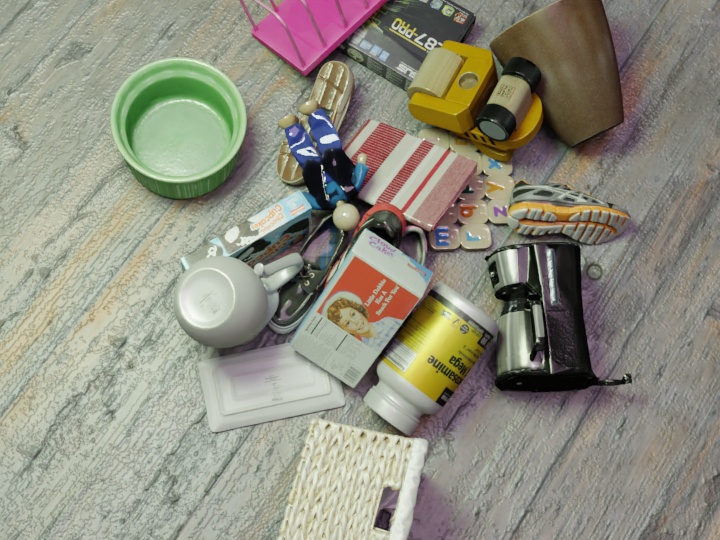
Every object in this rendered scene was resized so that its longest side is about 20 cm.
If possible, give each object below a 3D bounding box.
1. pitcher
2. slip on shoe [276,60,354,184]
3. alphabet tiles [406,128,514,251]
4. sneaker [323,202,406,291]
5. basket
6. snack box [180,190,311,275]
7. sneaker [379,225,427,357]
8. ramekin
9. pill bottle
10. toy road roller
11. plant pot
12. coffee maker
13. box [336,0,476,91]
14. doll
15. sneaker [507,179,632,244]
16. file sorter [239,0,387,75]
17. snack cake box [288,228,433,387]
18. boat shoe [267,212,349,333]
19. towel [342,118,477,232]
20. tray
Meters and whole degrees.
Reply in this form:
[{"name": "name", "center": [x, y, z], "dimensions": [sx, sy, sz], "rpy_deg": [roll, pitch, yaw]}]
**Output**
[{"name": "pitcher", "center": [-0.161, 0.029, 1.537], "dimensions": [0.171, 0.200, 0.121], "rpy_deg": [-43, 78, 4]}, {"name": "slip on shoe", "center": [-0.064, -0.222, 1.729], "dimensions": [0.075, 0.061, 0.202], "rpy_deg": [20, 87, 18]}, {"name": "alphabet tiles", "center": [0.145, -0.126, 1.740], "dimensions": [0.193, 0.015, 0.202], "rpy_deg": [-2, 72, -9]}, {"name": "sneaker", "center": [0.000, 0.000, 1.608], "dimensions": [0.070, 0.098, 0.202], "rpy_deg": [28, 102, -4]}, {"name": "basket", "center": [-0.011, 0.316, 1.482], "dimensions": [0.159, 0.200, 0.200], "rpy_deg": [14, 70, 5]}, {"name": "snack box", "center": [-0.164, -0.034, 1.624], "dimensions": [0.199, 0.116, 0.037], "rpy_deg": [-31, 77, -15]}, {"name": "sneaker", "center": [0.055, 0.028, 1.643], "dimensions": [0.069, 0.082, 0.202], "rpy_deg": [10, 71, -6]}, {"name": "ramekin", "center": [-0.269, -0.206, 1.681], "dimensions": [0.198, 0.098, 0.202], "rpy_deg": [2, 71, -5]}, {"name": "pill bottle", "center": [0.095, 0.127, 1.583], "dimensions": [0.112, 0.112, 0.201], "rpy_deg": [36, 89, 7]}, {"name": "toy road roller", "center": [0.182, -0.248, 1.721], "dimensions": [0.199, 0.146, 0.124], "rpy_deg": [21, 70, 25]}, {"name": "plant pot", "center": [0.325, -0.301, 1.748], "dimensions": [0.186, 0.187, 0.202], "rpy_deg": [-24, 89, -13]}, {"name": "coffee maker", "center": [0.280, 0.070, 1.642], "dimensions": [0.190, 0.134, 0.202], "rpy_deg": [9, 70, -27]}, {"name": "box", "center": [0.061, -0.388, 1.803], "dimensions": [0.199, 0.049, 0.162], "rpy_deg": [32, 75, 6]}, {"name": "doll", "center": [-0.054, -0.145, 1.655], "dimensions": [0.136, 0.048, 0.201], "rpy_deg": [-31, 72, 12]}, {"name": "sneaker", "center": [0.320, -0.096, 1.720], "dimensions": [0.198, 0.079, 0.078], "rpy_deg": [8, 50, -11]}, {"name": "file sorter", "center": [-0.074, -0.435, 1.730], "dimensions": [0.200, 0.126, 0.139], "rpy_deg": [-44, 58, -10]}, {"name": "snack cake box", "center": [-0.002, 0.055, 1.560], "dimensions": [0.115, 0.201, 0.067], "rpy_deg": [34, 35, -2]}, {"name": "boat shoe", "center": [-0.079, -0.002, 1.653], "dimensions": [0.068, 0.057, 0.201], "rpy_deg": [28, 71, 4]}, {"name": "towel", "center": [0.059, -0.145, 1.697], "dimensions": [0.199, 0.023, 0.144], "rpy_deg": [26, 59, 22]}, {"name": "tray", "center": [-0.127, 0.160, 1.612], "dimensions": [0.198, 0.022, 0.108], "rpy_deg": [-11, 74, -9]}]
